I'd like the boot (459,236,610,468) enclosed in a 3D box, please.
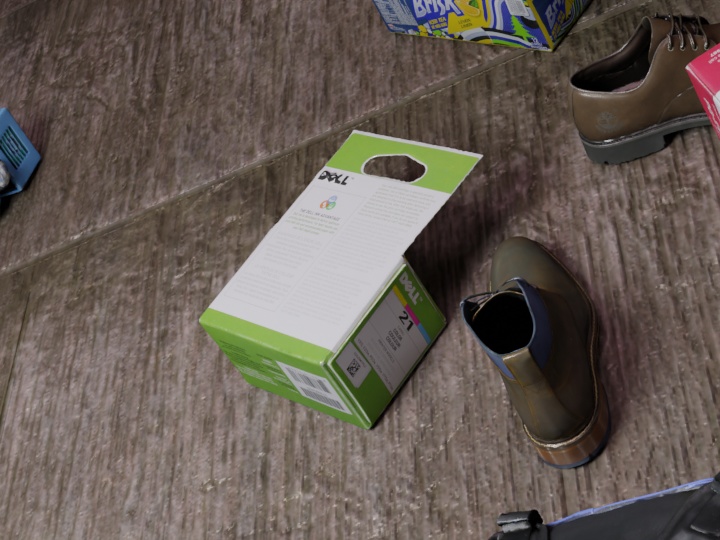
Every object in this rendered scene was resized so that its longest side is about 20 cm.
[{"bbox_3d":[0.108,0.023,0.951,0.074,0.097,0.201,-26,39,12],"label":"boot"}]

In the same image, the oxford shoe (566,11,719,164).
[{"bbox_3d":[0.240,-0.150,1.043,0.198,0.085,0.073,-25,37,12],"label":"oxford shoe"}]

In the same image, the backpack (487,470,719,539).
[{"bbox_3d":[0.134,0.220,0.674,0.182,0.147,0.201,-21,34,40],"label":"backpack"}]

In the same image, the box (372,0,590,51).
[{"bbox_3d":[0.098,-0.243,1.266,0.199,0.065,0.070,17,62,46],"label":"box"}]

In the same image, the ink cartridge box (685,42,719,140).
[{"bbox_3d":[0.319,-0.094,0.922,0.144,0.084,0.201,-31,38,6],"label":"ink cartridge box"}]

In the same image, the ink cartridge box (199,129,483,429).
[{"bbox_3d":[0.000,0.000,1.078,0.147,0.076,0.201,15,59,46],"label":"ink cartridge box"}]

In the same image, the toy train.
[{"bbox_3d":[-0.426,-0.090,1.499,0.198,0.087,0.115,-15,33,28],"label":"toy train"}]
